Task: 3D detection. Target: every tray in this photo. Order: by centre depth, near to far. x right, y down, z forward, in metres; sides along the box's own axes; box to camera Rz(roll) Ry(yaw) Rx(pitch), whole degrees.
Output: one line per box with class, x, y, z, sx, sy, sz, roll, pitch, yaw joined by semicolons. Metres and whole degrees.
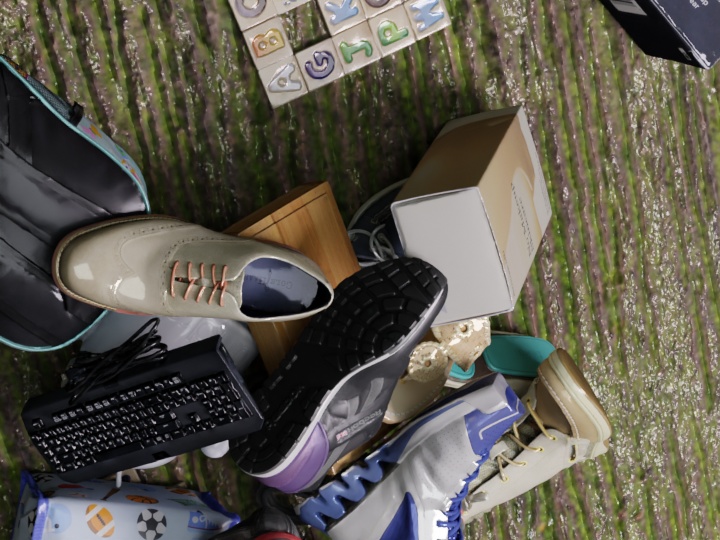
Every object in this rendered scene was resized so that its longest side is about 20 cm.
tray;-0.032;0.044;1.175;0.098;0.037;0.202;-33;109;-37

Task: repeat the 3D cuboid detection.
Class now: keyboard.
keyboard;-0.172;0.101;1.095;0.199;0.040;0.105;-20;109;30

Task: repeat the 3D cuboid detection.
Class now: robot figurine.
robot figurine;-0.155;0.070;1.190;0.169;0.113;0.201;38;90;-6

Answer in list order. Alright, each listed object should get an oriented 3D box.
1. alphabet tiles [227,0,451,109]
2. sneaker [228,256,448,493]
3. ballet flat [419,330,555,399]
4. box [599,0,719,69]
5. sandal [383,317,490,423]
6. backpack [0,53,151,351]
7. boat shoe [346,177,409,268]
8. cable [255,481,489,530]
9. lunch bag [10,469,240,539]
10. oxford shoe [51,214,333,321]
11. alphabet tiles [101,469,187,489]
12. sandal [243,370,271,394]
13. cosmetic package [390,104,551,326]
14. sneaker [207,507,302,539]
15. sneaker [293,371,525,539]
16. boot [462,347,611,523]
alphabet tiles;-0.034;-0.253;1.207;0.166;0.008;0.202;-26;110;-10
sneaker;-0.006;0.078;1.118;0.200;0.076;0.088;-46;142;2
ballet flat;0.082;0.077;1.280;0.199;0.069;0.070;17;98;-34
box;0.261;-0.305;1.227;0.200;0.117;0.197;-46;111;-1
sandal;0.076;0.034;1.201;0.078;0.069;0.212;52;44;-6
backpack;-0.252;-0.048;1.109;0.199;0.153;0.176;37;90;-11
boat shoe;0.000;0.000;1.248;0.199;0.062;0.075;-38;111;-5
cable;0.013;0.188;1.266;0.198;0.050;0.098;-12;117;31
lunch bag;-0.202;0.272;1.214;0.168;0.124;0.202;8;92;-19
oxford shoe;-0.112;0.000;1.061;0.198;0.074;0.072;2;96;-23
alphabet tiles;-0.197;0.270;1.282;0.165;0.006;0.202;-26;109;-10
sandal;-0.037;0.100;1.233;0.199;0.045;0.076;1;99;-46
cosmetic package;0.091;-0.047;1.190;0.070;0.200;0.106;-11;111;20
sneaker;-0.105;0.258;1.151;0.070;0.098;0.201;31;107;-22
sneaker;0.057;0.173;1.173;0.199;0.081;0.116;-37;88;16
boot;0.126;0.143;1.264;0.154;0.200;0.073;-27;67;0
